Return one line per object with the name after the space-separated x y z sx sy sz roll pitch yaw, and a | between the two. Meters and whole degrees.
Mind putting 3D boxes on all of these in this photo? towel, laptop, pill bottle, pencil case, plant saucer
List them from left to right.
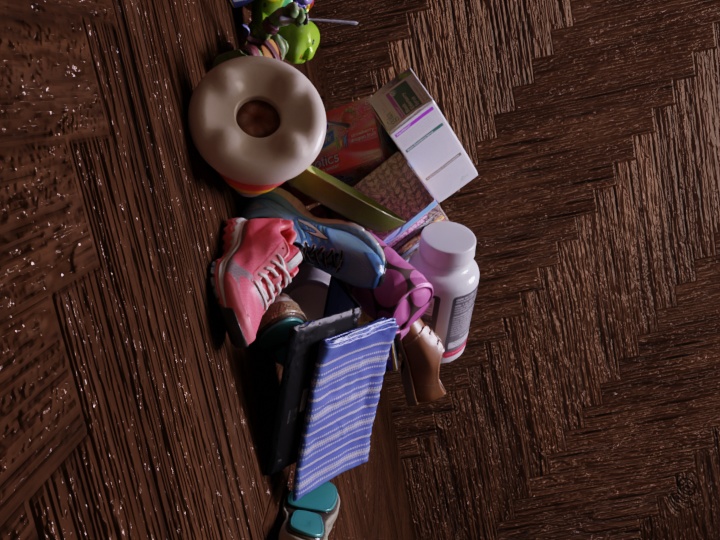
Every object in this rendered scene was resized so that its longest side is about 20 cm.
-0.068 0.114 0.988 0.199 0.102 0.180 -14 119 -54 | laptop
-0.064 0.031 1.214 0.200 0.107 0.110 -85 164 -73 | pill bottle
-0.033 -0.099 1.083 0.031 0.198 0.200 -61 180 7 | plant saucer
-0.017 0.159 0.974 0.144 0.024 0.203 -14 120 -53 | towel
0.000 0.000 1.098 0.200 0.090 0.094 43 -27 27 | pencil case
0.119 0.033 1.253 0.111 0.109 0.202 -95 -171 -53 | pill bottle

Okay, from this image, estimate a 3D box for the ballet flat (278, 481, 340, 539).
-0.064 0.297 0.955 0.200 0.068 0.071 -19 99 -84 | ballet flat

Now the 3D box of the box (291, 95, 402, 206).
-0.044 -0.179 1.279 0.094 0.198 0.104 20 58 -63 | box

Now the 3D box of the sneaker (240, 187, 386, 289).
-0.063 -0.023 1.011 0.090 0.198 0.079 -51 162 -53 | sneaker

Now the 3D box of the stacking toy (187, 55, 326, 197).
-0.121 -0.131 0.942 0.200 0.144 0.148 119 -36 -68 | stacking toy

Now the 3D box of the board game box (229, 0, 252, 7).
-0.189 -0.514 1.169 0.200 0.061 0.203 61 20 -77 | board game box

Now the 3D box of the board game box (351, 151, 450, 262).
0.047 -0.066 1.278 0.097 0.159 0.200 55 6 21 | board game box

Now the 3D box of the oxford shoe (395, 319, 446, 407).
0.084 0.097 1.211 0.071 0.070 0.203 -84 162 -70 | oxford shoe

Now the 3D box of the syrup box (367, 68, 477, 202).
0.095 -0.194 1.226 0.200 0.081 0.079 46 12 -53 | syrup box

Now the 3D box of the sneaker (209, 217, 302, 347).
-0.105 -0.002 0.877 0.201 0.085 0.074 -94 172 -55 | sneaker

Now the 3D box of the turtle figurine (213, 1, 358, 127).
-0.095 -0.260 1.077 0.145 0.199 0.194 -56 -178 37 | turtle figurine

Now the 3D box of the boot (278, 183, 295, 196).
-0.113 -0.115 1.190 0.200 0.071 0.147 -12 90 -82 | boot

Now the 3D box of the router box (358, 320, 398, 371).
-0.022 0.119 1.247 0.200 0.155 0.053 -55 134 -85 | router box

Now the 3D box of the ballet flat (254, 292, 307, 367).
-0.098 0.066 1.013 0.200 0.070 0.066 92 -20 -69 | ballet flat

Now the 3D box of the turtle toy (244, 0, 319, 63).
-0.119 -0.409 1.285 0.146 0.100 0.203 126 -41 -59 | turtle toy
